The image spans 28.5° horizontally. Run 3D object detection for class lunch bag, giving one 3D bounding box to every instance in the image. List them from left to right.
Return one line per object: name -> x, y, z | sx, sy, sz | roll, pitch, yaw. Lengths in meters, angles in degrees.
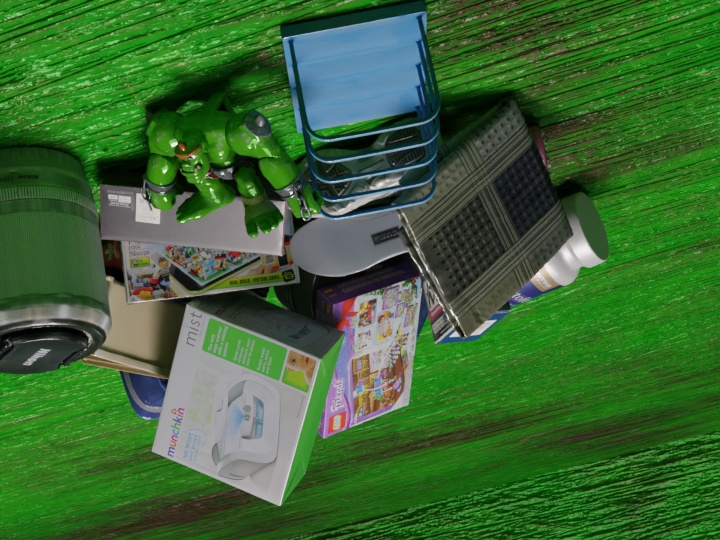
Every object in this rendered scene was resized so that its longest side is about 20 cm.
lunch bag -> -0.223, 0.110, 1.904 | 0.198, 0.137, 0.132 | -11, 167, -34

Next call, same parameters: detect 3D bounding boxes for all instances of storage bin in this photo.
storage bin -> -0.327, 0.063, 1.717 | 0.197, 0.095, 0.200 | 6, 171, 30

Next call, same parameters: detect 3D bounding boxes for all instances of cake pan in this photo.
cake pan -> 0.000, 0.000, 1.728 | 0.199, 0.037, 0.202 | -23, 131, -29

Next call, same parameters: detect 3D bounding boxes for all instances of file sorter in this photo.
file sorter -> 0.007, -0.149, 1.385 | 0.137, 0.124, 0.200 | -11, 159, -2

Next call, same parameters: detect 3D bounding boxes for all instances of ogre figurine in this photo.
ogre figurine -> -0.142, -0.106, 1.408 | 0.098, 0.199, 0.121 | -40, 130, -28

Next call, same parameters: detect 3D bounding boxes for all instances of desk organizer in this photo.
desk organizer -> -0.178, -0.075, 1.540 | 0.197, 0.077, 0.072 | 5, 125, -1

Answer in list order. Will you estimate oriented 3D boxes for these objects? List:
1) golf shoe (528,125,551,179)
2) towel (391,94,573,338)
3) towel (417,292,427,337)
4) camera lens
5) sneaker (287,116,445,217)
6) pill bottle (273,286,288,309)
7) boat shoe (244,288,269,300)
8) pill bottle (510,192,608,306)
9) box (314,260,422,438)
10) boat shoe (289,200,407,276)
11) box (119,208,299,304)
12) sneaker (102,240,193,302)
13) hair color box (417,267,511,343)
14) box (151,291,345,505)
golf shoe -> 0.172, -0.106, 1.665 | 0.090, 0.076, 0.200 | -6, 158, -5
towel -> 0.132, -0.057, 1.542 | 0.200, 0.194, 0.034 | -41, -150, -23
towel -> 0.051, 0.073, 1.882 | 0.048, 0.202, 0.112 | 17, 160, 21
camera lens -> -0.344, -0.005, 1.458 | 0.158, 0.202, 0.160 | -10, 160, -4
sneaker -> 0.012, -0.101, 1.586 | 0.198, 0.079, 0.099 | -17, 164, 18
pill bottle -> -0.037, 0.036, 1.861 | 0.112, 0.115, 0.200 | -16, 160, 13
boat shoe -> -0.155, -0.019, 1.726 | 0.066, 0.074, 0.199 | -58, 146, -2
pill bottle -> 0.215, -0.022, 1.844 | 0.199, 0.117, 0.115 | -23, 157, 28
box -> 0.005, 0.097, 1.742 | 0.136, 0.039, 0.202 | -18, 128, -33
boat shoe -> 0.018, -0.046, 1.599 | 0.198, 0.071, 0.066 | -17, -173, 21
box -> -0.174, -0.027, 1.619 | 0.198, 0.111, 0.035 | -7, 180, -13
sneaker -> -0.243, -0.001, 1.723 | 0.084, 0.076, 0.200 | -11, 155, 18
hair color box -> 0.107, -0.027, 1.645 | 0.060, 0.202, 0.100 | -3, 159, -23
box -> -0.133, 0.142, 1.668 | 0.175, 0.202, 0.097 | 21, -158, 10
